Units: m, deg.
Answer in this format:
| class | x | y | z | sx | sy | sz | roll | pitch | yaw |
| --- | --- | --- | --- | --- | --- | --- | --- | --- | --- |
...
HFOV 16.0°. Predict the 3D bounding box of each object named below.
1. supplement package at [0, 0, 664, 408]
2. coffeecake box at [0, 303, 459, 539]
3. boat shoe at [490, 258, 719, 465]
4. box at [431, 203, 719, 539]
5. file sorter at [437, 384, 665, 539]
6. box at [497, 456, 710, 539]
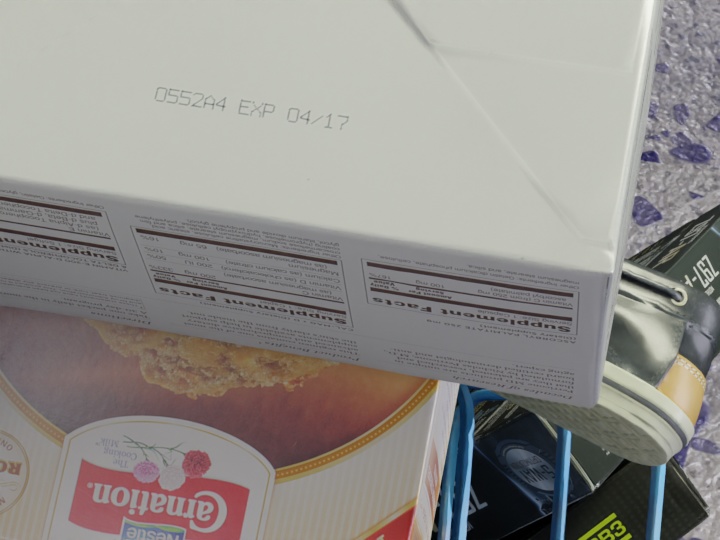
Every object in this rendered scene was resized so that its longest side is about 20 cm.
| class | x | y | z | sx | sy | sz | roll | pitch | yaw |
| --- | --- | --- | --- | --- | --- | --- | --- | --- | --- |
| supplement package | -0.016 | -0.065 | 0.738 | 0.111 | 0.199 | 0.156 | 82 | 18 | -69 |
| coffeecake box | -0.042 | 0.007 | 0.813 | 0.073 | 0.153 | 0.201 | 78 | 22 | -70 |
| boat shoe | 0.035 | -0.004 | 0.889 | 0.062 | 0.200 | 0.075 | -58 | 162 | -14 |
| box | 0.089 | 0.054 | 1.145 | 0.160 | 0.044 | 0.200 | -34 | -175 | 46 |
| file sorter | -0.003 | 0.095 | 0.945 | 0.139 | 0.199 | 0.123 | -4 | -100 | 53 |
| box | 0.058 | 0.134 | 1.153 | 0.048 | 0.193 | 0.200 | 55 | 3 | -4 |
